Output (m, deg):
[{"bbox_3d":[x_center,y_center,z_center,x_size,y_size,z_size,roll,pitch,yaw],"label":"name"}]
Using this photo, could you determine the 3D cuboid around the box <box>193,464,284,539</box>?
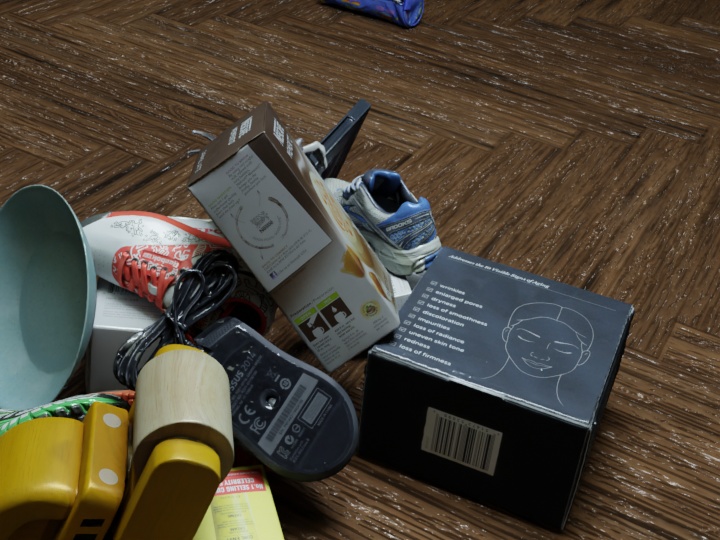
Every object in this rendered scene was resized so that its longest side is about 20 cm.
[{"bbox_3d":[-0.086,0.233,0.786,0.074,0.051,0.201,-3,34,-16],"label":"box"}]

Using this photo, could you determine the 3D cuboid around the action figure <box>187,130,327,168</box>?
[{"bbox_3d":[-0.083,-0.068,1.059,0.101,0.119,0.201,-30,74,-39],"label":"action figure"}]

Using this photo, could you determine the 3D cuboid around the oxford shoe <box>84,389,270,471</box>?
[{"bbox_3d":[-0.154,0.134,0.925,0.196,0.072,0.073,9,13,-8],"label":"oxford shoe"}]

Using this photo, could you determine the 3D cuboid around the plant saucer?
[{"bbox_3d":[-0.281,0.027,0.946,0.038,0.203,0.200,6,24,-47],"label":"plant saucer"}]

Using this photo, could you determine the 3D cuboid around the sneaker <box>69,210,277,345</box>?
[{"bbox_3d":[-0.166,0.009,0.939,0.198,0.068,0.108,11,30,-6],"label":"sneaker"}]

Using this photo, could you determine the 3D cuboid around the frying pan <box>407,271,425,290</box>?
[{"bbox_3d":[0.046,0.027,1.156,0.187,0.031,0.115,1,32,-16],"label":"frying pan"}]

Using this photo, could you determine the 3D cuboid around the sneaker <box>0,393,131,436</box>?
[{"bbox_3d":[-0.280,0.133,0.854,0.197,0.079,0.085,-13,32,-10],"label":"sneaker"}]

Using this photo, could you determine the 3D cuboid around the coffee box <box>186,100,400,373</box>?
[{"bbox_3d":[-0.054,-0.030,0.912,0.079,0.201,0.115,-33,20,9],"label":"coffee box"}]

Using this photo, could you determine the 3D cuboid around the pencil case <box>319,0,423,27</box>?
[{"bbox_3d":[0.018,-0.490,1.888,0.197,0.079,0.087,20,12,21],"label":"pencil case"}]

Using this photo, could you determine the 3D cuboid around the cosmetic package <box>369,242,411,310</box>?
[{"bbox_3d":[0.000,0.000,1.134,0.081,0.051,0.201,-14,31,-3],"label":"cosmetic package"}]

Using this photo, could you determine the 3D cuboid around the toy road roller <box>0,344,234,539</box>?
[{"bbox_3d":[-0.188,0.145,0.767,0.144,0.201,0.124,20,28,-22],"label":"toy road roller"}]

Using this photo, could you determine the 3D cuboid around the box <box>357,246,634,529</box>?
[{"bbox_3d":[0.125,0.097,0.971,0.197,0.126,0.197,18,35,16],"label":"box"}]

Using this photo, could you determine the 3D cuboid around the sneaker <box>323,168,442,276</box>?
[{"bbox_3d":[0.017,-0.072,1.117,0.076,0.086,0.199,-23,34,-29],"label":"sneaker"}]

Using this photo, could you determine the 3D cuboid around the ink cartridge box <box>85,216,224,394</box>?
[{"bbox_3d":[-0.181,0.034,1.038,0.145,0.087,0.201,5,31,-8],"label":"ink cartridge box"}]

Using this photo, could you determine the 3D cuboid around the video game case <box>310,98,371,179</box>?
[{"bbox_3d":[-0.054,-0.100,1.221,0.019,0.144,0.200,30,36,3],"label":"video game case"}]

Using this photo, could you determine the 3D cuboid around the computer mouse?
[{"bbox_3d":[-0.088,0.092,0.871,0.199,0.053,0.139,39,72,1],"label":"computer mouse"}]
